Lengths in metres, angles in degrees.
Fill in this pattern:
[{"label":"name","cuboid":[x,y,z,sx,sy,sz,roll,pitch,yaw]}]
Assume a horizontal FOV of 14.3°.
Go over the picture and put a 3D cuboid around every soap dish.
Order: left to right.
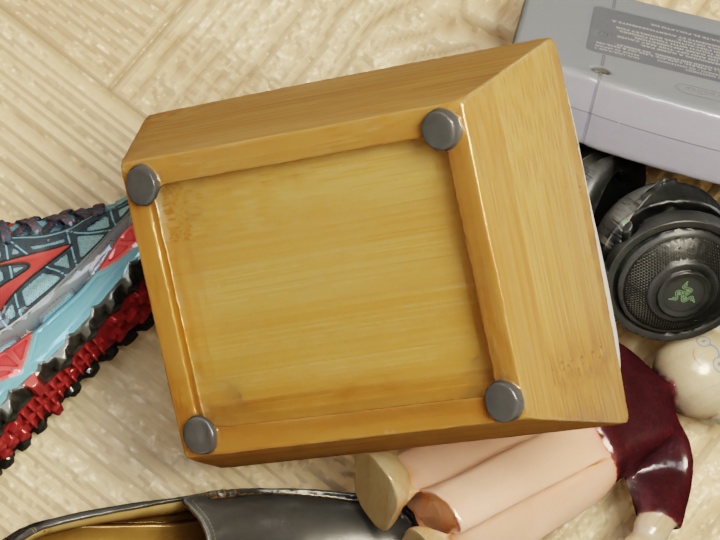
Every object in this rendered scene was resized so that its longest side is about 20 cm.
[{"label":"soap dish","cuboid":[0.000,0.000,1.181,0.199,0.081,0.158,-9,96,30]}]

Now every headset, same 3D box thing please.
[{"label":"headset","cuboid":[0.117,-0.029,1.272,0.199,0.094,0.123,-23,43,-29]}]

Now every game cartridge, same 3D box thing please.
[{"label":"game cartridge","cuboid":[0.164,-0.077,1.298,0.199,0.133,0.041,14,110,3]}]

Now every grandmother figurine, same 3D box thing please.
[{"label":"grandmother figurine","cuboid":[0.100,0.074,1.264,0.199,0.061,0.122,-28,86,-24]}]

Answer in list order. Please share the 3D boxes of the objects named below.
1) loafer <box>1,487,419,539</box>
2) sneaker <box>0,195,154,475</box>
[{"label":"loafer","cuboid":[-0.065,0.130,1.245,0.199,0.072,0.073,-10,72,-8]},{"label":"sneaker","cuboid":[-0.145,0.001,1.277,0.095,0.079,0.200,42,74,11]}]
